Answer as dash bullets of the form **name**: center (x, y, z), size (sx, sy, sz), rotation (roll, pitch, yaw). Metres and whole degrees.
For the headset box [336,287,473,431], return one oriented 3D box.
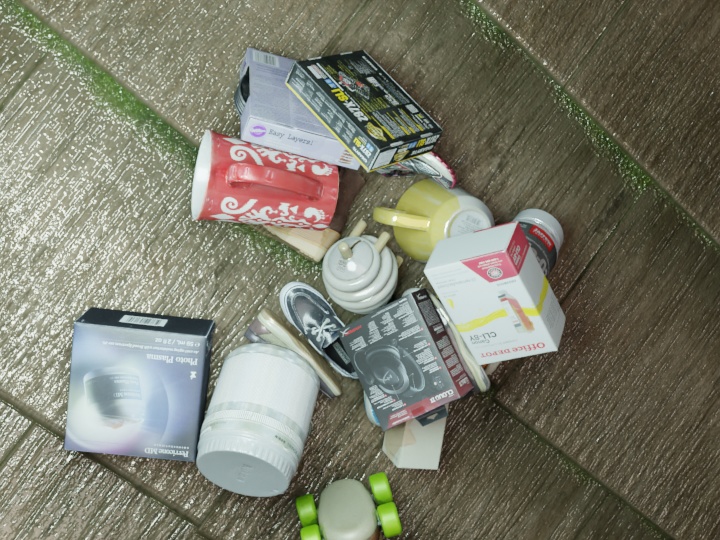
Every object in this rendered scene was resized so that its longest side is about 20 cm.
- **headset box**: center (0.075, 0.151, 1.456), size (0.148, 0.077, 0.201), rotation (-29, 84, 24)

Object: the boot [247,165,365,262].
- **boot**: center (-0.105, -0.127, 1.479), size (0.200, 0.072, 0.167), rotation (31, 77, -19)

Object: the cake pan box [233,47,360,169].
- **cake pan box**: center (-0.092, -0.250, 1.394), size (0.199, 0.185, 0.052), rotation (11, 132, -21)

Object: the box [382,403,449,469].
- **box**: center (0.101, 0.237, 1.587), size (0.077, 0.095, 0.201), rotation (7, 96, -18)

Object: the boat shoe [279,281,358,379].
- **boat shoe**: center (-0.059, 0.104, 1.522), size (0.072, 0.068, 0.200), rotation (-37, 109, -9)

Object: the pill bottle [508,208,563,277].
- **pill bottle**: center (0.267, -0.015, 1.543), size (0.114, 0.114, 0.200), rotation (59, 45, -18)

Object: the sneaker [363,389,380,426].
- **sneaker**: center (0.037, 0.167, 1.565), size (0.076, 0.081, 0.201), rotation (8, 77, -11)

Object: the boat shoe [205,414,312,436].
- **boat shoe**: center (-0.172, 0.272, 1.518), size (0.199, 0.062, 0.073), rotation (3, 99, -19)

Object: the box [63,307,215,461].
- **box**: center (-0.335, 0.174, 1.394), size (0.199, 0.123, 0.200), rotation (6, 99, -5)

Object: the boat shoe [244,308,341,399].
- **boat shoe**: center (-0.112, 0.149, 1.516), size (0.065, 0.072, 0.200), rotation (-41, 112, 5)

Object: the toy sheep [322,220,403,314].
- **toy sheep**: center (0.000, 0.000, 1.484), size (0.138, 0.138, 0.200), rotation (-45, 146, -6)

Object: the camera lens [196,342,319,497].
- **camera lens**: center (-0.157, 0.226, 1.409), size (0.160, 0.160, 0.201), rotation (32, 48, -21)

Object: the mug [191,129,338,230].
- **mug**: center (-0.137, -0.116, 1.347), size (0.199, 0.178, 0.134), rotation (9, 115, -20)

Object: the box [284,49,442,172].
- **box**: center (0.007, -0.247, 1.376), size (0.159, 0.049, 0.200), rotation (-25, 66, -44)

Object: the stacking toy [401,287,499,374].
- **stacking toy**: center (0.165, 0.080, 1.579), size (0.199, 0.146, 0.147), rotation (26, 91, -4)

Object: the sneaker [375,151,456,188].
- **sneaker**: center (0.065, -0.182, 1.498), size (0.199, 0.081, 0.075), rotation (25, 99, 5)

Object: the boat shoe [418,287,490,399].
- **boat shoe**: center (0.138, 0.123, 1.496), size (0.073, 0.074, 0.201), rotation (-31, 84, 3)

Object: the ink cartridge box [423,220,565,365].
- **ink cartridge box**: center (0.212, 0.039, 1.408), size (0.200, 0.145, 0.084), rotation (58, 37, -24)

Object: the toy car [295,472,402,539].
- **toy car**: center (-0.005, 0.478, 1.574), size (0.163, 0.158, 0.201), rotation (-16, 117, -3)

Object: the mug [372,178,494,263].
- **mug**: center (0.133, -0.065, 1.512), size (0.186, 0.153, 0.150), rotation (-25, 107, -12)
